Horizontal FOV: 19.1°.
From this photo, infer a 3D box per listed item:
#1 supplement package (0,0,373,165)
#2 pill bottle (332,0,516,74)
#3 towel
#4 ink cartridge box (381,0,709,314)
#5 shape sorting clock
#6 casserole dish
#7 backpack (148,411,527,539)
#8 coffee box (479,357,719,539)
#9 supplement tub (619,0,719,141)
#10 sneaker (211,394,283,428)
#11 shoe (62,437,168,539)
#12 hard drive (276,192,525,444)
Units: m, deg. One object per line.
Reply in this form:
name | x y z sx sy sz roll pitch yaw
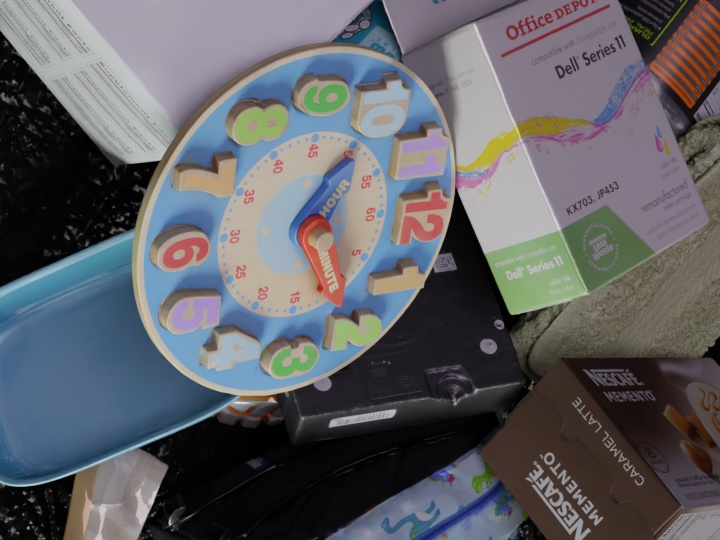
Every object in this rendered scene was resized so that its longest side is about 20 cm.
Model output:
supplement package | -0.092 -0.175 1.186 0.191 0.200 0.147 -43 104 -13
pill bottle | 0.015 -0.108 1.240 0.111 0.111 0.200 50 55 -13
towel | 0.188 0.008 1.314 0.200 0.037 0.148 -48 137 8
ink cartridge box | 0.102 -0.092 1.189 0.117 0.067 0.201 -28 97 -38
shape sorting clock | -0.030 -0.023 1.126 0.199 0.039 0.201 -22 127 -32
casserole dish | -0.143 0.049 1.222 0.199 0.039 0.122 -24 71 5
backpack | 0.003 0.147 1.261 0.200 0.163 0.154 -40 112 -20
coffee box | 0.174 0.117 1.256 0.080 0.114 0.200 -50 152 22
supplement tub | 0.189 -0.148 1.323 0.122 0.122 0.200 42 79 -15
sneaker | -0.016 0.043 1.290 0.199 0.078 0.078 -13 82 -21
shoe | -0.160 0.197 1.241 0.053 0.070 0.201 15 84 -10
hard drive | 0.000 0.000 1.253 0.139 0.038 0.201 -9 60 -19
